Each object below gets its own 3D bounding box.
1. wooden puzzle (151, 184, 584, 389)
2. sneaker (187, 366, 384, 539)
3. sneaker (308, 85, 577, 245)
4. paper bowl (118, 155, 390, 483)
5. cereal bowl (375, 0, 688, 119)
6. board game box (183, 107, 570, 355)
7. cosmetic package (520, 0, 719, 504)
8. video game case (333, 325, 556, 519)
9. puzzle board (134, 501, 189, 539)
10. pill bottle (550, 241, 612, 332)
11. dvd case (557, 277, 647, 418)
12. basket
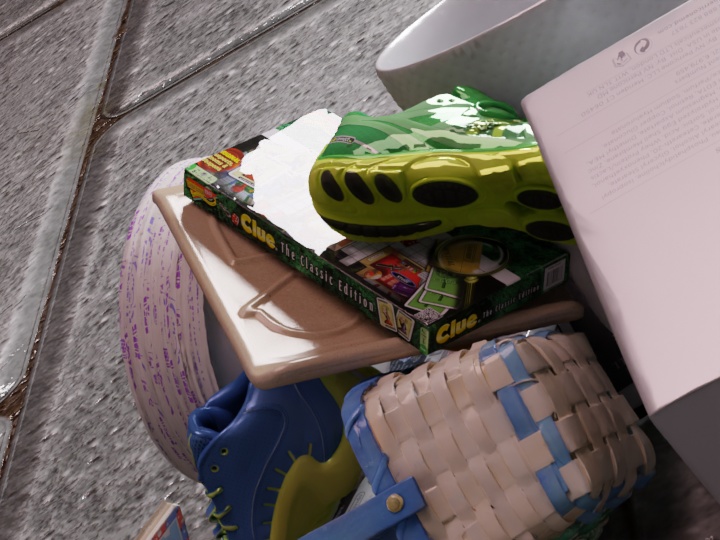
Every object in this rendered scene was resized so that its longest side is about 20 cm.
[{"bbox_3d":[0.000,0.000,1.247,0.184,0.047,0.200,-11,35,-18],"label":"wooden puzzle"},{"bbox_3d":[-0.063,0.126,1.289,0.076,0.105,0.201,-101,35,-68],"label":"sneaker"},{"bbox_3d":[0.073,-0.061,1.170,0.199,0.074,0.084,2,51,11],"label":"sneaker"},{"bbox_3d":[-0.052,0.027,1.373,0.104,0.201,0.201,-6,35,28],"label":"paper bowl"},{"bbox_3d":[0.112,-0.131,1.278,0.199,0.084,0.200,-30,12,7],"label":"cereal bowl"},{"bbox_3d":[0.006,-0.025,1.224,0.104,0.024,0.200,-24,41,-36],"label":"board game box"},{"bbox_3d":[0.190,0.014,1.058,0.123,0.199,0.201,-30,47,12],"label":"cosmetic package"},{"bbox_3d":[0.016,0.106,1.413,0.181,0.023,0.200,-15,32,38],"label":"video game case"},{"bbox_3d":[-0.112,0.235,1.148,0.017,0.201,0.151,15,49,25],"label":"puzzle board"},{"bbox_3d":[0.198,-0.058,1.225,0.199,0.116,0.116,-31,24,12],"label":"pill bottle"},{"bbox_3d":[0.163,-0.031,1.313,0.150,0.025,0.201,-34,62,12],"label":"dvd case"},{"bbox_3d":[0.039,0.117,1.173,0.199,0.140,0.176,-28,-8,23],"label":"basket"}]
